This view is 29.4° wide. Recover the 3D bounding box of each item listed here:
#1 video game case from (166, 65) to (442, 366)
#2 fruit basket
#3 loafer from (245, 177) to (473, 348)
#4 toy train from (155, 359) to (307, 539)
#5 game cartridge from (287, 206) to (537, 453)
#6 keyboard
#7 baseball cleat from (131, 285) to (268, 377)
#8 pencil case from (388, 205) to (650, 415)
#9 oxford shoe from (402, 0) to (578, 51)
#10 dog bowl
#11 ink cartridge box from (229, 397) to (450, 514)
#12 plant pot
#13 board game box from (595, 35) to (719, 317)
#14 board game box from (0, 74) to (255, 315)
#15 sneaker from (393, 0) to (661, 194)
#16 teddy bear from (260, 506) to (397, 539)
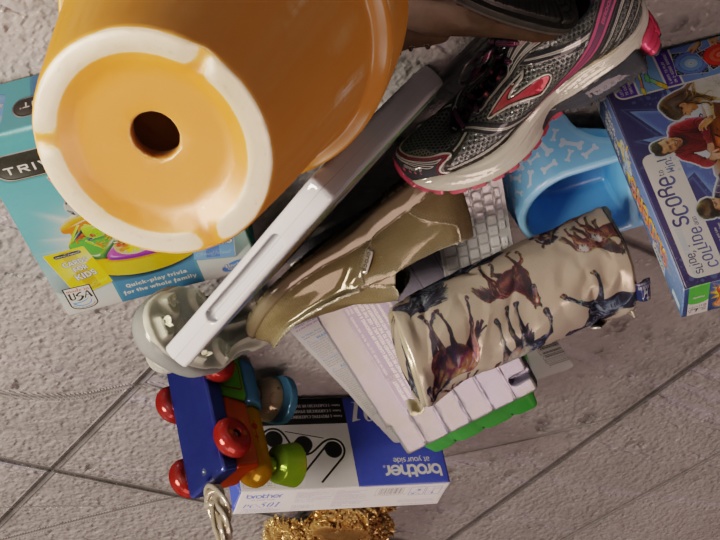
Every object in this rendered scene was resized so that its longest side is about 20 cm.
[{"bbox_3d":[-0.035,-0.039,0.922,0.022,0.200,0.182,42,126,-2],"label":"video game case"},{"bbox_3d":[0.061,0.058,1.166,0.183,0.094,0.201,-27,126,17],"label":"fruit basket"},{"bbox_3d":[0.000,0.000,0.997,0.199,0.076,0.068,-38,93,18],"label":"loafer"},{"bbox_3d":[-0.092,0.163,1.141,0.115,0.202,0.085,14,136,-39],"label":"toy train"},{"bbox_3d":[0.041,0.040,1.085,0.128,0.039,0.201,-25,114,14],"label":"game cartridge"},{"bbox_3d":[0.087,-0.021,1.035,0.055,0.011,0.203,-14,114,-4],"label":"keyboard"},{"bbox_3d":[-0.134,0.055,1.040,0.105,0.071,0.199,-24,171,21],"label":"baseball cleat"},{"bbox_3d":[0.111,0.031,1.010,0.198,0.078,0.091,-24,101,-9],"label":"pencil case"},{"bbox_3d":[0.038,-0.172,0.855,0.197,0.074,0.085,11,142,-11],"label":"oxford shoe"},{"bbox_3d":[0.200,-0.077,1.044,0.197,0.050,0.112,-16,144,3],"label":"dog bowl"},{"bbox_3d":[-0.023,0.166,1.253,0.197,0.095,0.044,0,144,-19],"label":"ink cartridge box"},{"bbox_3d":[-0.084,-0.111,0.733,0.197,0.184,0.203,6,125,8],"label":"plant pot"},{"bbox_3d":[0.251,-0.074,0.936,0.133,0.202,0.035,-13,144,1],"label":"board game box"},{"bbox_3d":[-0.165,-0.058,0.951,0.149,0.047,0.201,-15,144,1],"label":"board game box"},{"bbox_3d":[0.101,-0.130,0.922,0.199,0.081,0.075,-38,128,9],"label":"sneaker"},{"bbox_3d":[-0.029,0.269,1.424,0.142,0.068,0.201,-4,150,3],"label":"teddy bear"}]
